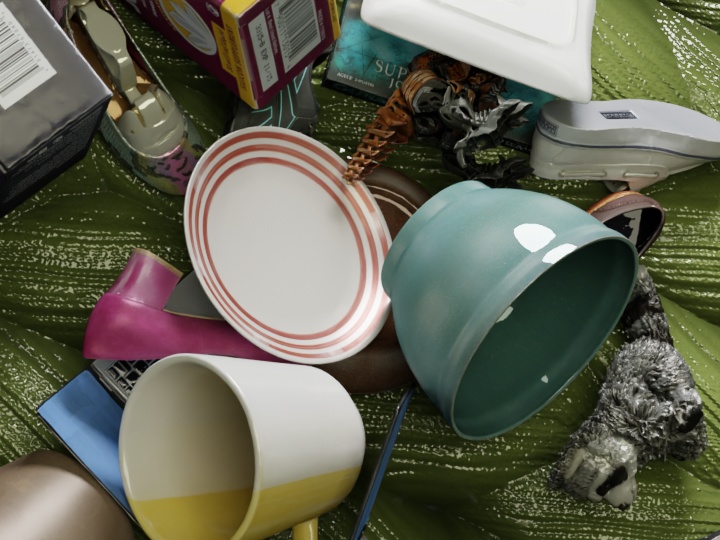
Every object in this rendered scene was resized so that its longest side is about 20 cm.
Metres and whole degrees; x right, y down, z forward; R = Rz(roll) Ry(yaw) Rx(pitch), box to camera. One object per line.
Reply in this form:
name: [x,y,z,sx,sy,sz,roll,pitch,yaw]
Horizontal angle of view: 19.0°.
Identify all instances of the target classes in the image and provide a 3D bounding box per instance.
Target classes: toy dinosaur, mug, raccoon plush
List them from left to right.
mug: [-0.082,0.149,1.611,0.153,0.149,0.187,-4,118,-49]
toy dinosaur: [0.074,-0.126,1.770,0.200,0.102,0.136,-46,59,-1]
raccoon plush: [0.204,0.104,1.799,0.133,0.097,0.201,-15,53,-3]

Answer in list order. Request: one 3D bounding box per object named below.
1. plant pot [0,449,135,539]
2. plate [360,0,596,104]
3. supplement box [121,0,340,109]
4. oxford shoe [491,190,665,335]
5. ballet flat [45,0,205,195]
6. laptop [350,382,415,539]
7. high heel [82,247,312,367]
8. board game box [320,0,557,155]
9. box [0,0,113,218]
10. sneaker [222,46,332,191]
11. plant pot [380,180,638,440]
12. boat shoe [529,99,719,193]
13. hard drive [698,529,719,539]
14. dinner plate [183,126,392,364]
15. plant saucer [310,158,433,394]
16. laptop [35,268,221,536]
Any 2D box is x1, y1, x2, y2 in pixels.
plant pot: [-0.262,0.228,1.597,0.200,0.200,0.175,47,56,-1]
plate: [0.107,-0.229,1.782,0.199,0.032,0.200,20,36,-5]
supplement box: [-0.123,-0.246,1.707,0.200,0.131,0.103,39,72,24]
oxford shoe: [0.169,0.002,1.786,0.200,0.073,0.071,-41,98,-5]
ballet flat: [-0.190,-0.150,1.738,0.069,0.071,0.200,-33,89,-18]
laptop: [0.047,0.208,1.642,0.116,0.187,0.200,-36,89,6]
high heel: [-0.122,0.073,1.673,0.200,0.067,0.096,37,70,-28]
board game box: [0.078,-0.192,1.835,0.199,0.028,0.136,17,76,-10]
box: [-0.283,-0.137,1.645,0.104,0.200,0.148,-38,89,-17]
sneaker: [-0.075,-0.114,1.758,0.079,0.075,0.201,15,76,-13]
plant pot: [0.101,0.014,1.688,0.200,0.201,0.134,-38,62,-18]
boat shoe: [0.230,-0.101,1.838,0.199,0.071,0.070,-2,124,-32]
hard drive: [0.259,0.316,1.775,0.199,0.038,0.140,-25,85,-16]
dinner plate: [-0.058,-0.018,1.699,0.200,0.024,0.201,17,60,-32]
plant saucer: [0.000,0.000,1.768,0.199,0.037,0.201,4,76,-15]
laptop: [-0.125,0.118,1.678,0.200,0.116,0.187,-43,92,-18]
